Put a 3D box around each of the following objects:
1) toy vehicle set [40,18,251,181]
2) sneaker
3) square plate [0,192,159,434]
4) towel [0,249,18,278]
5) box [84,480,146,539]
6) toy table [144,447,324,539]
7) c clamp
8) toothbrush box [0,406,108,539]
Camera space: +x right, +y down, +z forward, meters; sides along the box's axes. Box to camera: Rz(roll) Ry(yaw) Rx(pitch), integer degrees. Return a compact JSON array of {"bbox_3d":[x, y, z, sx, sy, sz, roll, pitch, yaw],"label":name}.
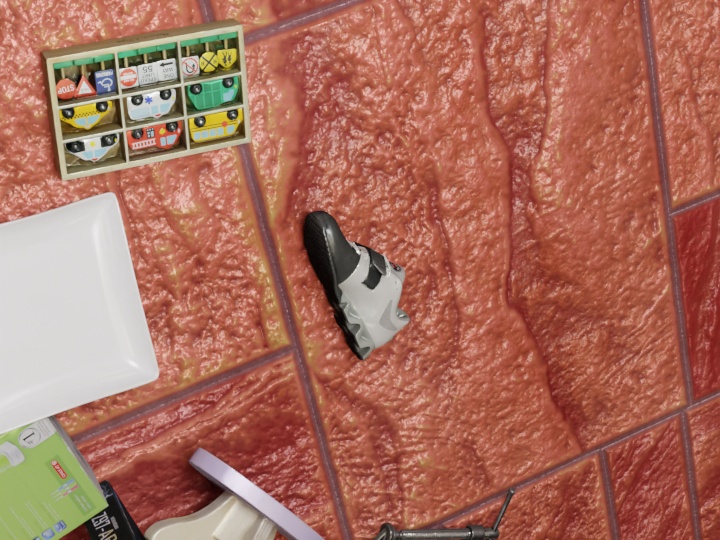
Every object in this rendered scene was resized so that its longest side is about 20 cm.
[{"bbox_3d":[-0.208,-0.170,1.508,0.198,0.027,0.125,-14,118,-19],"label":"toy vehicle set"},{"bbox_3d":[0.000,0.000,1.664,0.088,0.074,0.201,-30,132,-10],"label":"sneaker"},{"bbox_3d":[-0.312,0.042,1.515,0.199,0.028,0.200,-18,101,-31],"label":"square plate"},{"bbox_3d":[-0.407,0.072,1.530,0.199,0.023,0.144,-36,124,-7],"label":"towel"},{"bbox_3d":[-0.231,0.339,1.633,0.043,0.200,0.161,-30,122,-8],"label":"box"},{"bbox_3d":[-0.138,0.296,1.682,0.200,0.184,0.117,41,76,-22],"label":"toy table"},{"bbox_3d":[0.084,0.345,1.895,0.198,0.027,0.172,-1,119,-27],"label":"c clamp"},{"bbox_3d":[-0.386,0.229,1.576,0.199,0.086,0.146,-34,123,-8],"label":"toothbrush box"}]
